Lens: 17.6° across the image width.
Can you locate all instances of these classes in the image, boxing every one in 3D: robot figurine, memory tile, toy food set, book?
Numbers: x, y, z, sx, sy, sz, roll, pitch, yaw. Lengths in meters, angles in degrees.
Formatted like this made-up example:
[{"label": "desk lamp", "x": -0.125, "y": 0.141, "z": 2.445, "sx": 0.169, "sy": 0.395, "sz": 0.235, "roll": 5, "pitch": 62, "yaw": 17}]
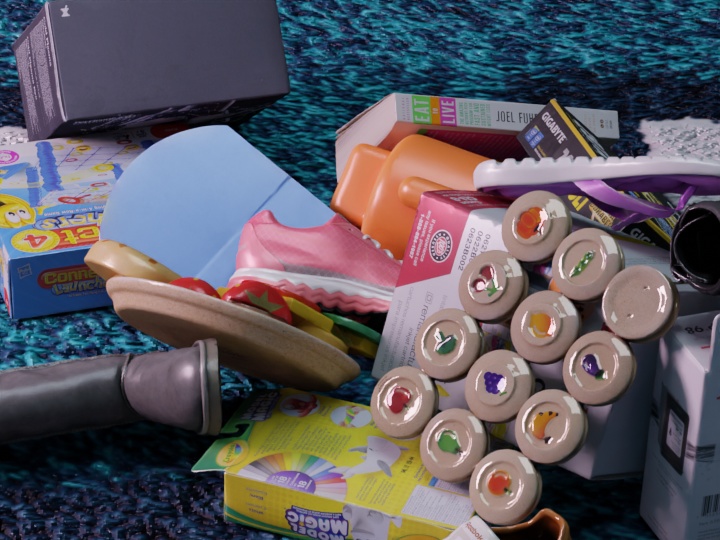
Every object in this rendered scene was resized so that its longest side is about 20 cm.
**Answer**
[{"label": "robot figurine", "x": 0.079, "y": -0.036, "z": 1.829, "sx": 0.199, "sy": 0.144, "sz": 0.117, "roll": 21, "pitch": 46, "yaw": 16}, {"label": "memory tile", "x": 0.106, "y": 0.056, "z": 1.536, "sx": 0.153, "sy": 0.200, "sz": 0.017, "roll": 40, "pitch": 6, "yaw": 33}, {"label": "toy food set", "x": -0.089, "y": 0.036, "z": 1.662, "sx": 0.200, "sy": 0.049, "sz": 0.198, "roll": 7, "pitch": -16, "yaw": 45}, {"label": "book", "x": 0.096, "y": -0.105, "z": 1.923, "sx": 0.199, "sy": 0.048, "sz": 0.134, "roll": 3, "pitch": -17, "yaw": -22}]

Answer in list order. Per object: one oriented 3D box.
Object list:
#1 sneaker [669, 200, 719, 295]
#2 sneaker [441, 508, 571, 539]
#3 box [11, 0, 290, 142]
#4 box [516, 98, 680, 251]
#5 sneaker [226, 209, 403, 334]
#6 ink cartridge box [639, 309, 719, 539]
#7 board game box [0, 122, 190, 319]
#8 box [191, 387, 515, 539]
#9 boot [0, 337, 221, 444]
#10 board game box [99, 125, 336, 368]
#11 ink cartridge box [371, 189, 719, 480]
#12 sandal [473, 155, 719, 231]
[{"label": "sneaker", "x": 0.239, "y": -0.021, "z": 1.522, "sx": 0.099, "sy": 0.071, "sz": 0.200, "roll": 3, "pitch": 3, "yaw": -15}, {"label": "sneaker", "x": 0.045, "y": 0.197, "z": 1.462, "sx": 0.199, "sy": 0.085, "sz": 0.073, "roll": -16, "pitch": 36, "yaw": -25}, {"label": "box", "x": -0.183, "y": -0.175, "z": 2.001, "sx": 0.199, "sy": 0.105, "sz": 0.182, "roll": -9, "pitch": -3, "yaw": -17}, {"label": "box", "x": 0.215, "y": -0.035, "z": 1.815, "sx": 0.160, "sy": 0.049, "sz": 0.200, "roll": 37, "pitch": 14, "yaw": -29}, {"label": "sneaker", "x": 0.000, "y": 0.000, "z": 1.753, "sx": 0.199, "sy": 0.074, "sz": 0.087, "roll": 10, "pitch": 69, "yaw": -17}, {"label": "ink cartridge box", "x": 0.258, "y": 0.089, "z": 1.540, "sx": 0.115, "sy": 0.201, "sz": 0.067, "roll": -9, "pitch": 33, "yaw": -19}, {"label": "board game box", "x": -0.210, "y": -0.044, "z": 1.898, "sx": 0.199, "sy": 0.056, "sz": 0.196, "roll": -9, "pitch": 31, "yaw": -18}, {"label": "box", "x": -0.006, "y": 0.141, "z": 1.594, "sx": 0.199, "sy": 0.049, "sz": 0.117, "roll": 14, "pitch": 33, "yaw": 17}, {"label": "boot", "x": -0.203, "y": 0.087, "z": 1.614, "sx": 0.199, "sy": 0.073, "sz": 0.182, "roll": 0, "pitch": -7, "yaw": -16}, {"label": "board game box", "x": -0.105, "y": -0.012, "z": 1.802, "sx": 0.200, "sy": 0.039, "sz": 0.158, "roll": 39, "pitch": 68, "yaw": 7}, {"label": "ink cartridge box", "x": 0.140, "y": 0.043, "z": 1.634, "sx": 0.200, "sy": 0.146, "sz": 0.144, "roll": 23, "pitch": 13, "yaw": 34}, {"label": "sandal", "x": 0.177, "y": -0.052, "z": 1.621, "sx": 0.202, "sy": 0.050, "sz": 0.082, "roll": 1, "pitch": -4, "yaw": 26}]
